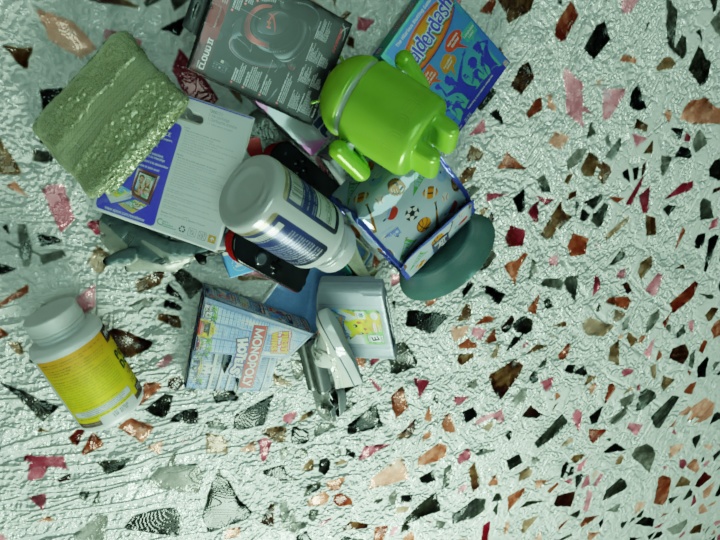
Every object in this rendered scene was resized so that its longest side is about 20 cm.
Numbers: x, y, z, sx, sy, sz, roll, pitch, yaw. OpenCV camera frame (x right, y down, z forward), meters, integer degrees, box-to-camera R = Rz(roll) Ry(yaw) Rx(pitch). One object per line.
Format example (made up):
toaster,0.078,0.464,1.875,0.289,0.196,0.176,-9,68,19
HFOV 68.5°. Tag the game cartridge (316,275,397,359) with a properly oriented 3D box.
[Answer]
game cartridge,-0.009,0.092,0.966,0.133,0.041,0.200,2,133,17

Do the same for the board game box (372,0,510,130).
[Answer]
board game box,0.140,-0.359,0.900,0.200,0.045,0.152,33,95,-28

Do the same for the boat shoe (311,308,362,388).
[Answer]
boat shoe,-0.054,0.149,0.952,0.070,0.071,0.200,-20,135,1

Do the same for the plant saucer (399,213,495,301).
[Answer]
plant saucer,0.141,-0.036,0.936,0.200,0.200,0.036,-46,119,0

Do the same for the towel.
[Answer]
towel,-0.346,-0.212,0.730,0.200,0.036,0.148,-43,92,7

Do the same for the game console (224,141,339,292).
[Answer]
game console,-0.114,-0.082,0.837,0.177,0.031,0.201,33,76,-46

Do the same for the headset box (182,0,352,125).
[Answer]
headset box,-0.134,-0.309,0.717,0.199,0.075,0.149,18,103,-25

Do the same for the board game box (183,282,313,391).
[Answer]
board game box,-0.195,0.135,0.939,0.199,0.062,0.201,8,110,-22

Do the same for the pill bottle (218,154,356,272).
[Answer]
pill bottle,-0.094,-0.069,0.759,0.111,0.111,0.200,-52,139,4

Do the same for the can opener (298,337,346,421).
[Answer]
can opener,-0.072,0.211,1.042,0.067,0.053,0.201,-34,123,-44

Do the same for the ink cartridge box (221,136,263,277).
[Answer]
ink cartridge box,-0.187,-0.103,0.856,0.116,0.067,0.201,-18,115,-15

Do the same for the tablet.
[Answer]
tablet,-0.078,0.014,0.976,0.130,0.014,0.200,34,96,-29

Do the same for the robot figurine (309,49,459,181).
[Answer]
robot figurine,0.032,-0.206,0.703,0.200,0.116,0.176,34,87,10

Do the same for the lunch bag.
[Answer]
lunch bag,0.081,-0.094,0.844,0.170,0.124,0.200,-44,130,0

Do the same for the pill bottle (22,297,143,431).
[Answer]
pill bottle,-0.435,0.146,0.830,0.109,0.109,0.201,-24,117,-11

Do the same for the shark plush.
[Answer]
shark plush,-0.302,-0.042,0.805,0.199,0.091,0.084,2,83,10

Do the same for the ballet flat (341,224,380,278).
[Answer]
ballet flat,0.000,0.000,0.959,0.069,0.069,0.200,-33,122,-7

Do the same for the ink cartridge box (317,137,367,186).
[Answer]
ink cartridge box,0.046,-0.162,0.917,0.146,0.083,0.200,-40,119,-3

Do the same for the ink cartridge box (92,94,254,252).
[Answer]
ink cartridge box,-0.266,-0.152,0.769,0.198,0.043,0.201,19,98,2

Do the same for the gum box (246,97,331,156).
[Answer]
gum box,-0.108,-0.282,0.819,0.114,0.066,0.200,-48,119,2
